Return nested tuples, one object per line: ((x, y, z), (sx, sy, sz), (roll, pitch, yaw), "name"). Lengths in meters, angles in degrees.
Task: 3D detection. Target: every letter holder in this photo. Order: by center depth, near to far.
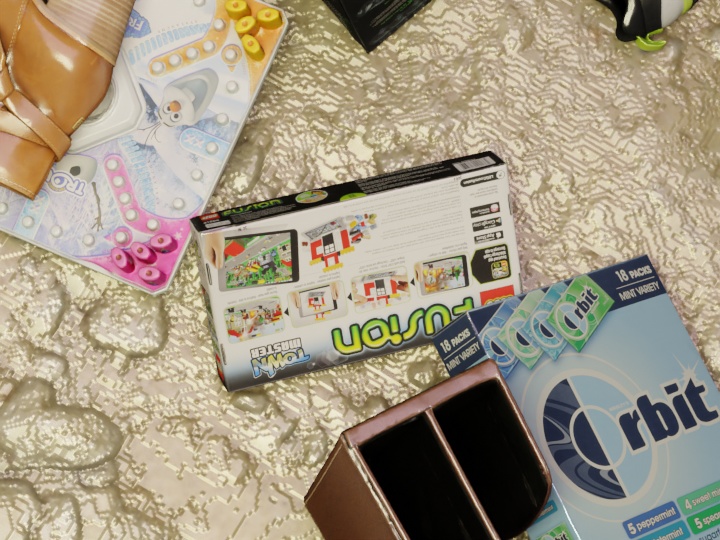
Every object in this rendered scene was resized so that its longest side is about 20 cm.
((0.052, 0.156, 1.468), (0.100, 0.200, 0.142), (-26, 79, -14), "letter holder")

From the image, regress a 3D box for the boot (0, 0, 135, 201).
((-0.251, -0.145, 1.543), (0.200, 0.074, 0.155), (24, 87, 13), "boot")

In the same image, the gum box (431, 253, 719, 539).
((0.157, 0.102, 1.542), (0.170, 0.045, 0.200), (-16, 74, -40), "gum box")

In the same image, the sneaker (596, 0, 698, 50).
((0.143, -0.232, 1.660), (0.083, 0.072, 0.200), (-41, 82, -13), "sneaker")

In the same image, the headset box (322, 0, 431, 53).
((-0.024, -0.244, 1.582), (0.093, 0.200, 0.174), (-40, 81, 1), "headset box")

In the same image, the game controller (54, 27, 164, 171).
((-0.184, -0.158, 1.620), (0.104, 0.042, 0.200), (-21, 77, 2), "game controller")

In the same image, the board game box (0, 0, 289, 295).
((-0.174, -0.112, 1.576), (0.200, 0.026, 0.200), (23, 82, 10), "board game box")

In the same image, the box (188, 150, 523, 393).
((0.000, 0.000, 1.565), (0.200, 0.035, 0.110), (-13, 111, -11), "box")
